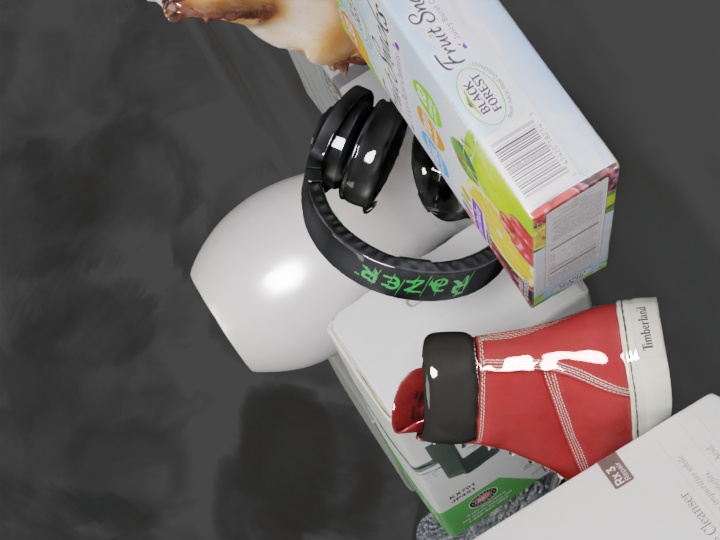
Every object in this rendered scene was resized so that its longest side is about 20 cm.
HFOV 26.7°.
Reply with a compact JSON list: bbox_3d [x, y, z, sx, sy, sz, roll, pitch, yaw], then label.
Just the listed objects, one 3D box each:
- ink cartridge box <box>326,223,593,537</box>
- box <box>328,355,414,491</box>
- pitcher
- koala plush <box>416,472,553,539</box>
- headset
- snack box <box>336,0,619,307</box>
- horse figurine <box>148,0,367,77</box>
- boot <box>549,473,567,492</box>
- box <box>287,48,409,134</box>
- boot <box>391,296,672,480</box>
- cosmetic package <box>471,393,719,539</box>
[{"bbox_3d":[0.077,0.068,0.968,0.083,0.146,0.200,54,175,33],"label":"ink cartridge box"},{"bbox_3d":[0.051,0.147,2.003,0.199,0.130,0.200,55,175,37],"label":"box"},{"bbox_3d":[0.000,0.000,1.042,0.172,0.199,0.121,59,177,-30],"label":"pitcher"},{"bbox_3d":[0.131,0.191,1.213,0.178,0.183,0.200,56,164,28],"label":"koala plush"},{"bbox_3d":[0.028,-0.058,0.879,0.094,0.123,0.201,106,170,-49],"label":"headset"},{"bbox_3d":[0.052,-0.091,0.759,0.200,0.053,0.142,58,175,18],"label":"snack box"},{"bbox_3d":[-0.057,-0.160,0.916,0.199,0.050,0.132,17,-166,-40],"label":"horse figurine"},{"bbox_3d":[0.217,0.211,0.999,0.200,0.069,0.174,57,173,-35],"label":"boot"},{"bbox_3d":[-0.006,-0.138,1.215,0.200,0.041,0.156,55,174,36],"label":"box"},{"bbox_3d":[0.095,0.087,0.814,0.200,0.143,0.073,68,-164,-53],"label":"boot"},{"bbox_3d":[0.122,0.163,0.724,0.113,0.199,0.081,54,173,48],"label":"cosmetic package"}]
